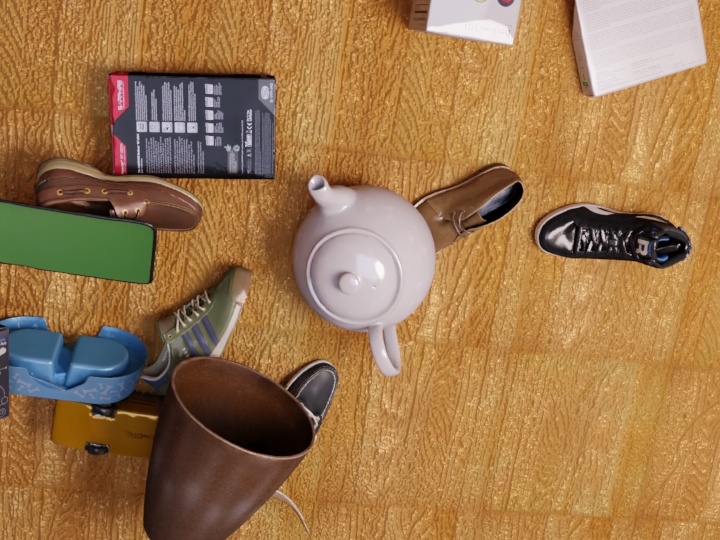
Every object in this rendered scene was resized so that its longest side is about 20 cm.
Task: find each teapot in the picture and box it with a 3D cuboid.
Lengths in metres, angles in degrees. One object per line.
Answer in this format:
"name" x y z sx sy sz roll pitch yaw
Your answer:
"teapot" 0.000 0.000 1.111 0.199 0.146 0.199 26 111 -1

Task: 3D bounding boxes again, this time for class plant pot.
"plant pot" -0.180 0.241 1.090 0.186 0.187 0.201 24 108 -14

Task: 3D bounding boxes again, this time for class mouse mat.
"mouse mat" -0.346 -0.031 1.081 0.198 0.161 0.008 10 61 -11

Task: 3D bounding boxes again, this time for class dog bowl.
"dog bowl" -0.370 0.114 1.128 0.198 0.112 0.050 9 118 -12

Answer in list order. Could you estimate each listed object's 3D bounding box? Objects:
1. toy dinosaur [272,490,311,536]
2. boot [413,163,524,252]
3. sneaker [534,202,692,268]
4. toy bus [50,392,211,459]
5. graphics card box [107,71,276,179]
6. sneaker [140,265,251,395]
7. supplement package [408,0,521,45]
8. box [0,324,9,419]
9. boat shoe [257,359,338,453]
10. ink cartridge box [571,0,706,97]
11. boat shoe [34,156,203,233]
"toy dinosaur" -0.158 0.293 1.242 0.198 0.061 0.107 8 117 -1
"boot" 0.123 -0.068 1.170 0.199 0.076 0.074 -34 111 3
"sneaker" 0.340 -0.044 1.191 0.198 0.112 0.074 -2 105 -9
"toy bus" -0.296 0.200 1.175 0.198 0.078 0.066 10 102 -12
"graphics card box" -0.201 -0.176 1.101 0.198 0.051 0.127 -1 106 -7
"sneaker" -0.217 0.076 1.158 0.089 0.067 0.202 22 104 -19
"supplement package" 0.134 -0.377 1.067 0.112 0.110 0.202 6 104 -10
"box" -0.518 0.111 1.038 0.198 0.132 0.116 13 107 31
"boat shoe" -0.086 0.210 1.196 0.075 0.060 0.201 36 79 -21
"ink cartridge box" 0.345 -0.340 1.148 0.159 0.050 0.202 -17 103 -4
"boat shoe" -0.286 -0.074 1.074 0.198 0.068 0.072 12 138 -23
